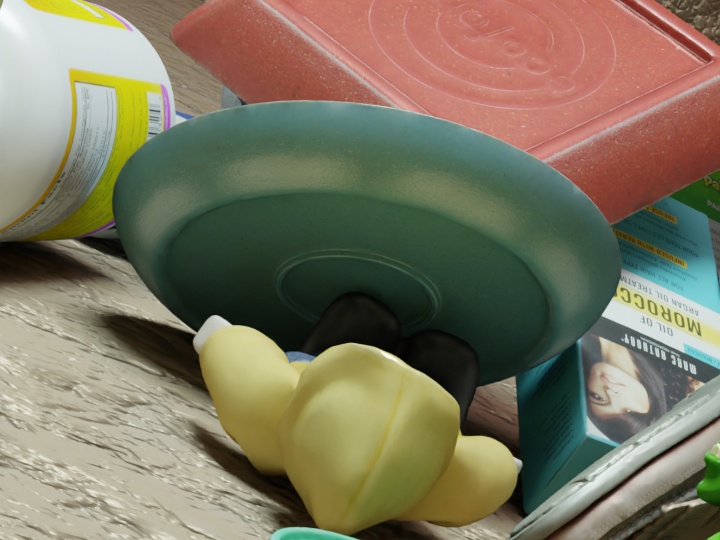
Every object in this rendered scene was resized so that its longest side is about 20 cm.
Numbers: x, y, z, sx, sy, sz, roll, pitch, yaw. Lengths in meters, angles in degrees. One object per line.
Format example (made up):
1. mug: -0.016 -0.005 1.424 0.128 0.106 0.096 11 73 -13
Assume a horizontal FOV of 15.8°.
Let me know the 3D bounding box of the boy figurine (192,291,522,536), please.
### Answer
1. boy figurine: -0.002 0.048 0.898 0.124 0.064 0.200 26 3 3

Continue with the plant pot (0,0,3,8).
1. plant pot: -0.212 -0.090 0.795 0.200 0.200 0.142 25 -17 -6

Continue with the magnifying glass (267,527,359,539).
1. magnifying glass: 0.043 0.108 0.789 0.080 0.022 0.200 31 8 38

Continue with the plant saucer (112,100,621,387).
1. plant saucer: 0.000 0.000 1.006 0.200 0.027 0.200 7 -30 4

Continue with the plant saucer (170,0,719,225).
1. plant saucer: 0.054 -0.094 1.125 0.200 0.037 0.200 -27 53 -36

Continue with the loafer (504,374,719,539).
1. loafer: 0.127 0.081 0.961 0.063 0.072 0.200 56 37 5

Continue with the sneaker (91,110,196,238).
1. sneaker: -0.078 -0.033 1.205 0.199 0.081 0.115 20 10 10

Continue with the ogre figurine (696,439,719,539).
1. ogre figurine: 0.138 0.100 0.778 0.200 0.120 0.098 20 9 -40

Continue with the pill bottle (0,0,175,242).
1. pill bottle: -0.150 -0.063 1.019 0.104 0.104 0.200 27 7 12

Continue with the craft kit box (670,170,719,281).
1. craft kit box: 0.227 0.030 1.369 0.049 0.198 0.200 -33 44 -27

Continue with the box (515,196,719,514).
1. box: 0.111 0.035 1.103 0.082 0.049 0.200 23 34 -17

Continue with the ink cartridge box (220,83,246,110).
1. ink cartridge box: 0.010 -0.077 1.283 0.145 0.200 0.084 28 50 17
